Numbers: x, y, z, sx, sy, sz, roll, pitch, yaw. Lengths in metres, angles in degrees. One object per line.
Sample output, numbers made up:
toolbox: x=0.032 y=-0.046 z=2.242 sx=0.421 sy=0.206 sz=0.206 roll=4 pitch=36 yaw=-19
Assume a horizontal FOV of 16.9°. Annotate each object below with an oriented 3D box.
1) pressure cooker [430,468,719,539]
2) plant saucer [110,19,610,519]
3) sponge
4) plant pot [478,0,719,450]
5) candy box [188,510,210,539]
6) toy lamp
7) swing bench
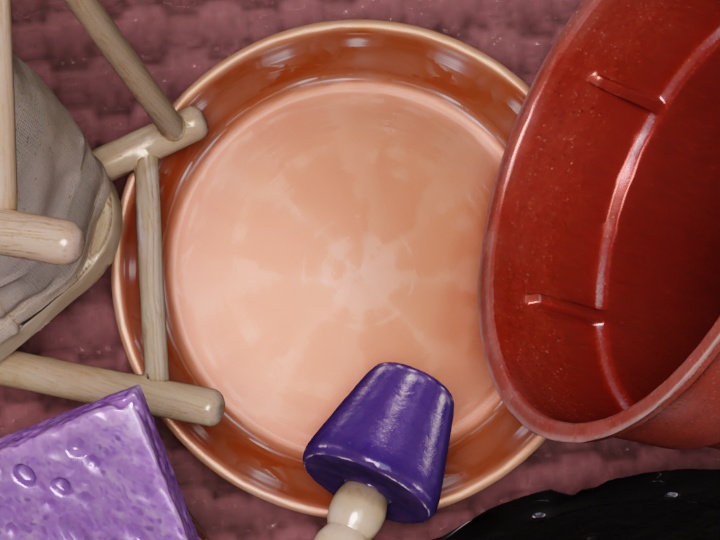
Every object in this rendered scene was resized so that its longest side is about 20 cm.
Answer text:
pressure cooker: x=0.112 y=0.190 z=0.890 sx=0.178 sy=0.176 sz=0.200 roll=-12 pitch=103 yaw=-9
plant saucer: x=0.000 y=0.000 z=0.975 sx=0.200 sy=0.032 sz=0.201 roll=0 pitch=86 yaw=-5
sponge: x=-0.149 y=0.127 z=0.861 sx=0.200 sy=0.030 sz=0.112 roll=-21 pitch=99 yaw=8
plant pot: x=0.179 y=-0.006 z=0.908 sx=0.195 sy=0.201 sz=0.201 roll=19 pitch=83 yaw=-25
candy box: x=-0.140 y=0.162 z=0.936 sx=0.200 sy=0.056 sz=0.117 roll=-35 pitch=90 yaw=-6
toy lamp: x=-0.019 y=0.126 z=0.903 sx=0.058 sy=0.058 sz=0.200 roll=29 pitch=66 yaw=-2
swing bench: x=-0.169 y=-0.019 z=0.857 sx=0.200 sy=0.199 sz=0.130 roll=-7 pitch=71 yaw=8
